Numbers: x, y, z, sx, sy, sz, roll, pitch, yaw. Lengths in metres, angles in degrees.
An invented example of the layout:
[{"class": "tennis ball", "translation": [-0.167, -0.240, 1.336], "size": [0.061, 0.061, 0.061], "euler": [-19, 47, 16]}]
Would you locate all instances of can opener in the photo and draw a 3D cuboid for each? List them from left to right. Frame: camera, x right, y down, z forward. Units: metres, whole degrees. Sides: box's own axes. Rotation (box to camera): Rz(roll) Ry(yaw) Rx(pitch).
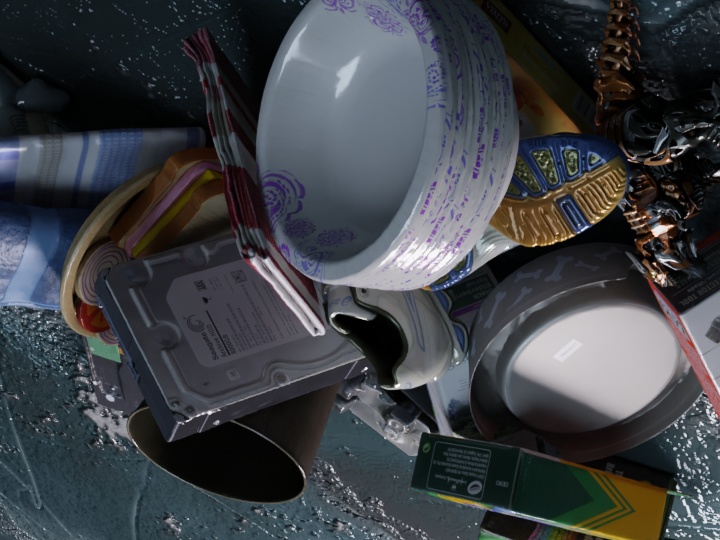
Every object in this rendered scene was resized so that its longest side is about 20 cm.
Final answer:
[{"class": "can opener", "translation": [-0.008, 0.097, 1.274], "size": [0.200, 0.067, 0.053], "euler": [37, 143, 9]}]

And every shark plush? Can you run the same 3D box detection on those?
[{"class": "shark plush", "translation": [-0.331, -0.150, 1.153], "size": [0.091, 0.084, 0.200], "euler": [-22, 120, 44]}]

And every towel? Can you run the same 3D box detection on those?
[{"class": "towel", "translation": [-0.291, -0.012, 1.131], "size": [0.199, 0.049, 0.112], "euler": [6, 138, -33]}, {"class": "towel", "translation": [-0.234, -0.065, 1.147], "size": [0.199, 0.024, 0.147], "euler": [-6, 147, -23]}, {"class": "towel", "translation": [-0.077, -0.063, 1.000], "size": [0.023, 0.201, 0.144], "euler": [-21, 152, 8]}]

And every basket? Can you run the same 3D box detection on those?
[{"class": "basket", "translation": [-0.081, 0.076, 1.158], "size": [0.179, 0.201, 0.136], "euler": [-5, 136, 40]}]

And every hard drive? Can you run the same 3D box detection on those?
[{"class": "hard drive", "translation": [-0.213, 0.084, 1.380], "size": [0.139, 0.038, 0.201], "euler": [15, 140, 14]}, {"class": "hard drive", "translation": [-0.089, 0.037, 1.057], "size": [0.140, 0.199, 0.038], "euler": [60, 146, 22]}]

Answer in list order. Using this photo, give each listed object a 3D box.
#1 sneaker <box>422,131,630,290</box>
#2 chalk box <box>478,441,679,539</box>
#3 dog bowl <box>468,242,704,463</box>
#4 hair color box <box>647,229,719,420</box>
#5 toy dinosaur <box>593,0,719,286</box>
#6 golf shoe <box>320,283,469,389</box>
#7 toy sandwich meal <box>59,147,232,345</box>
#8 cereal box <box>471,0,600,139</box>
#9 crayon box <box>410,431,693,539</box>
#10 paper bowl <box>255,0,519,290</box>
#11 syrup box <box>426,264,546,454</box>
[{"class": "sneaker", "translation": [0.110, -0.054, 0.947], "size": [0.199, 0.088, 0.076], "euler": [-22, 98, 43]}, {"class": "chalk box", "translation": [0.216, 0.254, 1.252], "size": [0.199, 0.125, 0.124], "euler": [18, 140, 13]}, {"class": "dog bowl", "translation": [0.174, 0.062, 1.053], "size": [0.199, 0.059, 0.201], "euler": [-7, 131, -8]}, {"class": "hair color box", "translation": [0.302, 0.059, 0.996], "size": [0.111, 0.064, 0.200], "euler": [-32, 122, 3]}, {"class": "toy dinosaur", "translation": [0.201, -0.086, 0.900], "size": [0.135, 0.102, 0.200], "euler": [-8, 130, 34]}, {"class": "golf shoe", "translation": [0.000, 0.000, 1.022], "size": [0.078, 0.097, 0.200], "euler": [-42, 80, 37]}, {"class": "toy sandwich meal", "translation": [-0.158, -0.011, 1.134], "size": [0.070, 0.205, 0.206], "euler": [41, 147, 24]}, {"class": "cereal box", "translation": [0.064, -0.108, 1.006], "size": [0.144, 0.040, 0.200], "euler": [42, 139, -17]}, {"class": "crayon box", "translation": [0.157, 0.182, 1.111], "size": [0.199, 0.052, 0.125], "euler": [18, 170, -33]}, {"class": "paper bowl", "translation": [0.025, -0.087, 0.892], "size": [0.104, 0.202, 0.200], "euler": [8, 156, -38]}, {"class": "syrup box", "translation": [0.101, 0.099, 1.161], "size": [0.078, 0.082, 0.201], "euler": [-21, 131, -4]}]
